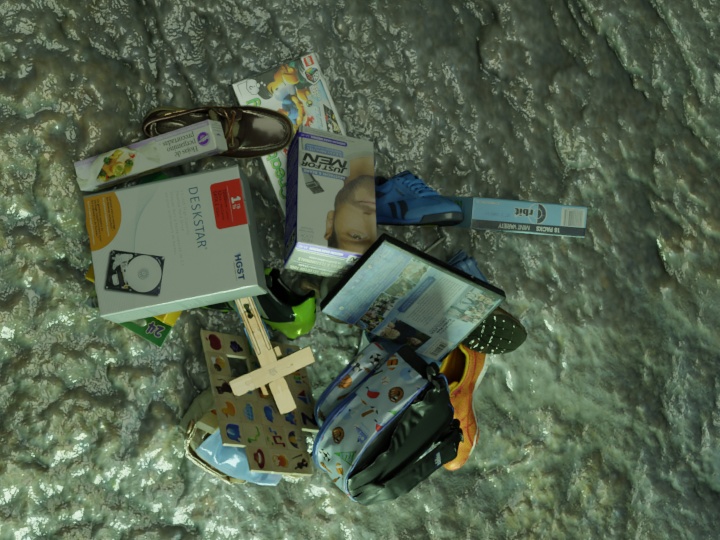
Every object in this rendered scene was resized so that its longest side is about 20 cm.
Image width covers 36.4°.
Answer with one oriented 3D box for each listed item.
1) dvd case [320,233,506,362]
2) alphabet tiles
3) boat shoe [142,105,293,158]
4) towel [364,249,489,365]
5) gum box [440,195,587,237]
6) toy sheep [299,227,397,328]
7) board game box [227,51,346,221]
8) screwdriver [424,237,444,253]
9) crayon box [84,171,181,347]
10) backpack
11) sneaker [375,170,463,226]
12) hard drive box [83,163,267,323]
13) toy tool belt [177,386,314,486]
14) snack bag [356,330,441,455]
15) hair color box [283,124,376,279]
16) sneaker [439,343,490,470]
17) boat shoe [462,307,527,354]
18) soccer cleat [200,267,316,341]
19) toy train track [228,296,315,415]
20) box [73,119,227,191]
[{"bbox_3d":[0.068,0.039,1.404,0.199,0.018,0.143,25,125,-26],"label":"dvd case"},{"bbox_3d":[-0.124,0.176,1.443,0.167,0.008,0.201,14,48,-40],"label":"alphabet tiles"},{"bbox_3d":[-0.187,-0.183,1.436,0.199,0.072,0.073,5,101,-5],"label":"boat shoe"},{"bbox_3d":[0.106,0.073,1.567,0.200,0.048,0.112,-40,113,-18],"label":"towel"},{"bbox_3d":[0.191,-0.078,1.522,0.169,0.200,0.045,3,93,-18],"label":"gum box"},{"bbox_3d":[0.000,0.000,1.496,0.138,0.138,0.200,43,44,-16],"label":"toy sheep"},{"bbox_3d":[-0.087,-0.184,1.511,0.126,0.035,0.201,-25,101,-14],"label":"board game box"},{"bbox_3d":[0.046,0.008,1.573,0.200,0.028,0.029,-41,133,-13],"label":"screwdriver"},{"bbox_3d":[-0.267,-0.018,1.428,0.125,0.052,0.201,28,85,9],"label":"crayon box"},{"bbox_3d":[0.023,0.204,1.437,0.191,0.154,0.200,-48,147,-18],"label":"backpack"},{"bbox_3d":[0.068,-0.098,1.481,0.066,0.200,0.079,4,93,-31],"label":"sneaker"},{"bbox_3d":[-0.229,-0.032,1.363,0.199,0.077,0.157,-12,80,2],"label":"hard drive box"},{"bbox_3d":[-0.142,0.238,1.473,0.199,0.123,0.125,29,84,-18],"label":"toy tool belt"},{"bbox_3d":[0.073,0.169,1.594,0.188,0.021,0.201,15,89,-18],"label":"snack bag"},{"bbox_3d":[-0.039,-0.088,1.424,0.109,0.065,0.201,11,53,-17],"label":"hair color box"},{"bbox_3d":[0.129,0.185,1.550,0.077,0.073,0.201,-2,101,-41],"label":"sneaker"},{"bbox_3d":[0.142,0.049,1.490,0.199,0.074,0.076,25,127,-29],"label":"boat shoe"},{"bbox_3d":[-0.150,0.025,1.457,0.199,0.068,0.081,19,121,6],"label":"soccer cleat"},{"bbox_3d":[-0.132,0.090,1.423,0.114,0.033,0.201,-23,99,-12],"label":"toy train track"},{"bbox_3d":[-0.269,-0.145,1.398,0.199,0.041,0.039,-15,90,15],"label":"box"}]
